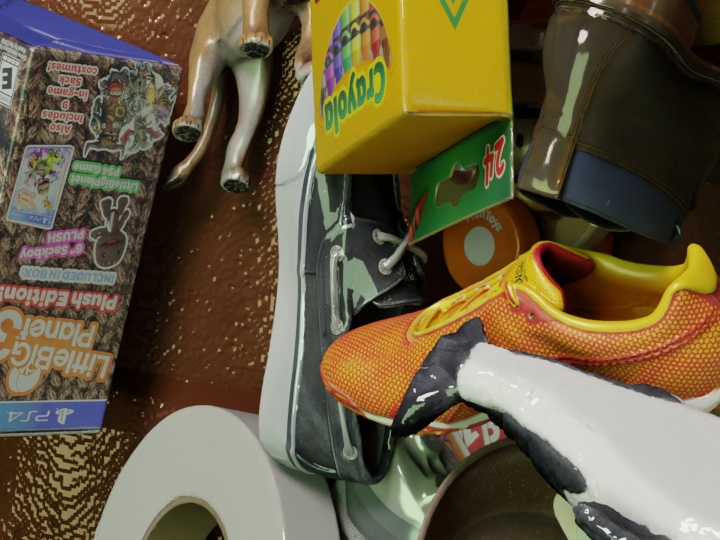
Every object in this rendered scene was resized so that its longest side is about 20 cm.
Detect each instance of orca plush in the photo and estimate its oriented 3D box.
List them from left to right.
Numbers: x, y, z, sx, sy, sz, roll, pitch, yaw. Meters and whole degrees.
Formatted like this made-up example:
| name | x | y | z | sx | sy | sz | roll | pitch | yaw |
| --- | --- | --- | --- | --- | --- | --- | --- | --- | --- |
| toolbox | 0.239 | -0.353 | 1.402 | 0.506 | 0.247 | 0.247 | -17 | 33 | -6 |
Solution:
| name | x | y | z | sx | sy | sz | roll | pitch | yaw |
| --- | --- | --- | --- | --- | --- | --- | --- | --- | --- |
| orca plush | 0.100 | 0.093 | 0.744 | 0.198 | 0.105 | 0.072 | 16 | 124 | 25 |

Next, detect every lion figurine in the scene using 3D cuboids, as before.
| name | x | y | z | sx | sy | sz | roll | pitch | yaw |
| --- | --- | --- | --- | --- | --- | --- | --- | --- | --- |
| lion figurine | -0.049 | -0.129 | 0.984 | 0.200 | 0.072 | 0.124 | -36 | 43 | 49 |

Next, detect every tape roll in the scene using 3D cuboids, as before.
| name | x | y | z | sx | sy | sz | roll | pitch | yaw |
| --- | --- | --- | --- | --- | --- | --- | --- | --- | --- |
| tape roll | -0.080 | 0.170 | 1.005 | 0.202 | 0.037 | 0.205 | -25 | 59 | 50 |

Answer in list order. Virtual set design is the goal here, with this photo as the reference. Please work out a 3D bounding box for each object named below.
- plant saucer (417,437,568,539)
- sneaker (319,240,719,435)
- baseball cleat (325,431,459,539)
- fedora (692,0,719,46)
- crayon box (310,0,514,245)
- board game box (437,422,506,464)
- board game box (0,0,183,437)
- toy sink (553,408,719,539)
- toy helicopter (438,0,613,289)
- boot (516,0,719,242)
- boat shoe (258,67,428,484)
| name | x | y | z | sx | sy | sz | roll | pitch | yaw |
| --- | --- | --- | --- | --- | --- | --- | --- | --- | --- |
| plant saucer | 0.096 | 0.172 | 0.885 | 0.037 | 0.199 | 0.202 | -40 | 75 | 46 |
| sneaker | 0.067 | 0.021 | 0.834 | 0.198 | 0.073 | 0.078 | -9 | 118 | 31 |
| baseball cleat | 0.046 | 0.175 | 0.955 | 0.106 | 0.069 | 0.201 | -40 | 65 | 32 |
| fedora | 0.142 | -0.155 | 0.868 | 0.199 | 0.201 | 0.082 | 14 | 135 | 26 |
| crayon box | 0.018 | -0.119 | 0.845 | 0.127 | 0.050 | 0.202 | 153 | 116 | -70 |
| board game box | 0.080 | 0.148 | 0.979 | 0.095 | 0.030 | 0.202 | -28 | 83 | 27 |
| board game box | -0.197 | -0.035 | 1.046 | 0.159 | 0.096 | 0.202 | 25 | 106 | 43 |
| toy sink | 0.167 | 0.103 | 0.820 | 0.130 | 0.200 | 0.113 | -27 | 96 | 28 |
| toy helicopter | 0.053 | -0.086 | 0.950 | 0.200 | 0.078 | 0.133 | 40 | 118 | 33 |
| boot | 0.116 | -0.050 | 0.837 | 0.074 | 0.200 | 0.098 | 17 | 81 | 32 |
| boat shoe | 0.000 | 0.000 | 0.924 | 0.067 | 0.071 | 0.202 | 12 | 98 | 33 |
